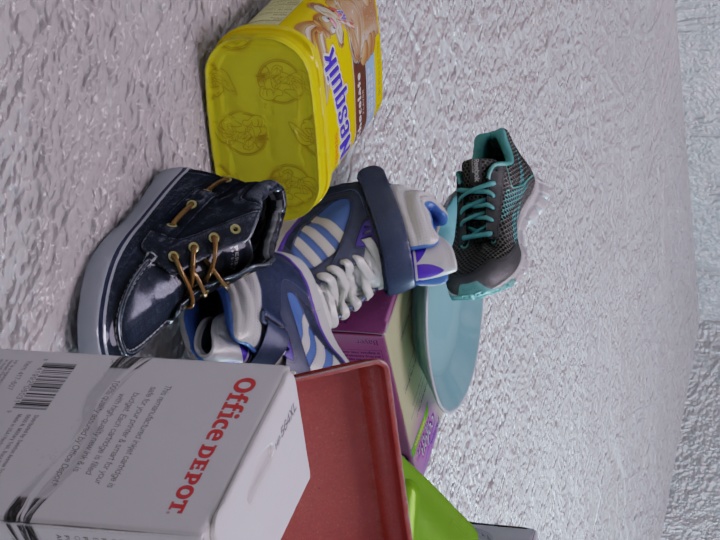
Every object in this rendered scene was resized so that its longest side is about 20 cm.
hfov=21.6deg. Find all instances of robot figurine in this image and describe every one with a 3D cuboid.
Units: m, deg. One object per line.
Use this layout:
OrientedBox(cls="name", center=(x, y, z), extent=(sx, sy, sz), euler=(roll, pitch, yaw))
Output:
OrientedBox(cls="robot figurine", center=(0.018, 0.220, 1.594), extent=(0.116, 0.200, 0.175), euler=(-47, -174, -23))

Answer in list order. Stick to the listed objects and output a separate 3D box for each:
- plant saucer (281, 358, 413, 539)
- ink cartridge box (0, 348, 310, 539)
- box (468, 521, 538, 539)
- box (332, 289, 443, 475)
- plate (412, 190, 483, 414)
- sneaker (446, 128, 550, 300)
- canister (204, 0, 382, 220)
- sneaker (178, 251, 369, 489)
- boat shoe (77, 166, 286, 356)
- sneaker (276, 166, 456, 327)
OrientedBox(cls="plant saucer", center=(-0.069, 0.155, 1.334), extent=(0.037, 0.200, 0.200), euler=(-112, -168, -57))
OrientedBox(cls="ink cartridge box", center=(-0.144, 0.119, 1.026), extent=(0.146, 0.200, 0.084), euler=(-63, 151, -51))
OrientedBox(cls="box", center=(0.068, 0.315, 1.735), extent=(0.097, 0.200, 0.177), euler=(-70, 157, -43))
OrientedBox(cls="box", center=(0.014, 0.063, 1.693), extent=(0.176, 0.097, 0.200), euler=(-70, 155, -43))
OrientedBox(cls="plate", center=(0.076, 0.027, 1.683), extent=(0.200, 0.026, 0.200), euler=(4, 90, -73))
OrientedBox(cls="sneaker", center=(0.106, -0.051, 1.638), extent=(0.091, 0.078, 0.200), euler=(64, 26, -28))
OrientedBox(cls="canister", center=(-0.046, -0.146, 1.487), extent=(0.200, 0.087, 0.149), euler=(-58, 147, -60))
OrientedBox(cls="sneaker", center=(-0.069, 0.079, 1.355), extent=(0.146, 0.081, 0.200), euler=(-9, 75, -59))
OrientedBox(cls="boat shoe", center=(-0.118, -0.005, 1.270), extent=(0.200, 0.091, 0.071), euler=(-66, 153, -48))
OrientedBox(cls="sneaker", center=(0.000, 0.000, 1.528), extent=(0.200, 0.146, 0.081), euler=(-69, 155, -46))
